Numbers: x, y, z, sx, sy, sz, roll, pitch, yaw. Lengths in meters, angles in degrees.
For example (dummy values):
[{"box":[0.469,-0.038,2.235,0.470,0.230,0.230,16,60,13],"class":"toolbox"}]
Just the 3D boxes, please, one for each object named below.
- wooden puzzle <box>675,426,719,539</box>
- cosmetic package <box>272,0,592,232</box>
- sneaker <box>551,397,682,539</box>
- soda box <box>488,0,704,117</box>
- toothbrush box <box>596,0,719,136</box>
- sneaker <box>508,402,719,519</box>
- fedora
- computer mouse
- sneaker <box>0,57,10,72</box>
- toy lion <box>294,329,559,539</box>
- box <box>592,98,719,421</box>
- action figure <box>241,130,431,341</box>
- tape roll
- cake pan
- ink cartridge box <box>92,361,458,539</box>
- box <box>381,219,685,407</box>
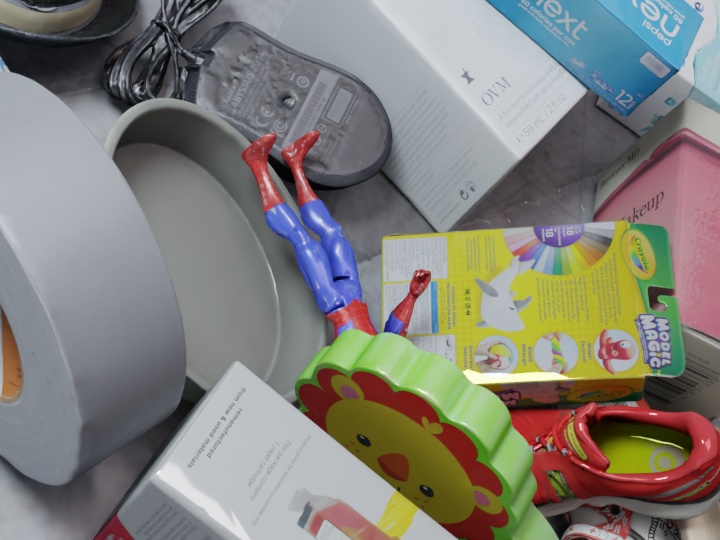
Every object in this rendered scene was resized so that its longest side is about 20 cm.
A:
[{"box":[0.283,0.197,0.809,0.198,0.037,0.188,14,57,-51],"class":"wooden puzzle"},{"box":[0.074,-0.176,0.880,0.200,0.123,0.199,45,54,2],"class":"cosmetic package"},{"box":[0.163,0.156,0.789,0.107,0.067,0.204,-21,79,-38],"class":"sneaker"},{"box":[0.141,-0.206,0.815,0.199,0.064,0.068,39,54,-6],"class":"soda box"},{"box":[0.325,-0.160,1.023,0.198,0.085,0.148,33,56,-10],"class":"toothbrush box"},{"box":[0.134,0.111,0.740,0.196,0.085,0.078,-5,60,17],"class":"sneaker"},{"box":[-0.217,-0.241,0.751,0.198,0.092,0.203,21,41,-20],"class":"fedora"},{"box":[-0.069,-0.124,0.821,0.198,0.053,0.140,32,68,-2],"class":"computer mouse"},{"box":[-0.208,-0.070,0.721,0.201,0.072,0.072,53,23,12],"class":"sneaker"},{"box":[0.039,0.125,0.664,0.200,0.192,0.069,42,54,-3],"class":"toy lion"},{"box":[0.246,-0.002,0.876,0.107,0.128,0.203,23,56,-14],"class":"box"},{"box":[0.000,0.000,0.720,0.065,0.098,0.203,-11,78,-46],"class":"action figure"},{"box":[-0.177,0.006,0.598,0.066,0.200,0.202,-30,81,-35],"class":"tape roll"},{"box":[-0.094,-0.006,0.709,0.200,0.036,0.203,39,39,-39],"class":"cake pan"},{"box":[-0.035,0.164,0.636,0.199,0.145,0.084,39,52,-4],"class":"ink cartridge box"},{"box":[0.113,0.030,0.782,0.196,0.049,0.119,-4,62,9],"class":"box"}]
